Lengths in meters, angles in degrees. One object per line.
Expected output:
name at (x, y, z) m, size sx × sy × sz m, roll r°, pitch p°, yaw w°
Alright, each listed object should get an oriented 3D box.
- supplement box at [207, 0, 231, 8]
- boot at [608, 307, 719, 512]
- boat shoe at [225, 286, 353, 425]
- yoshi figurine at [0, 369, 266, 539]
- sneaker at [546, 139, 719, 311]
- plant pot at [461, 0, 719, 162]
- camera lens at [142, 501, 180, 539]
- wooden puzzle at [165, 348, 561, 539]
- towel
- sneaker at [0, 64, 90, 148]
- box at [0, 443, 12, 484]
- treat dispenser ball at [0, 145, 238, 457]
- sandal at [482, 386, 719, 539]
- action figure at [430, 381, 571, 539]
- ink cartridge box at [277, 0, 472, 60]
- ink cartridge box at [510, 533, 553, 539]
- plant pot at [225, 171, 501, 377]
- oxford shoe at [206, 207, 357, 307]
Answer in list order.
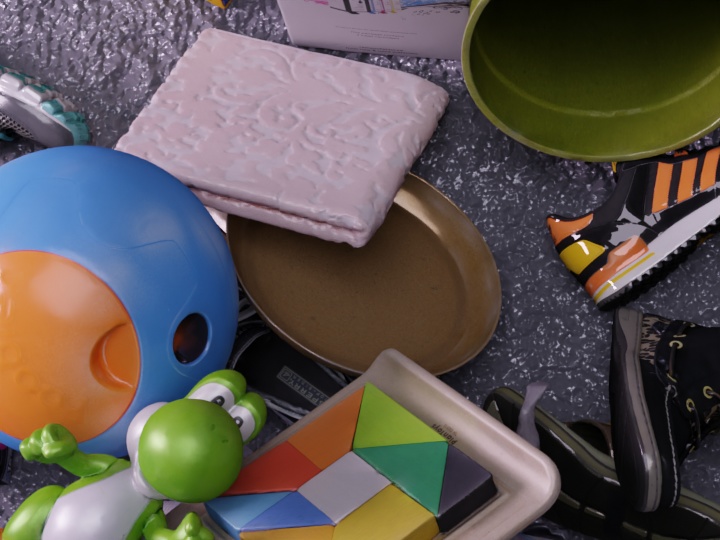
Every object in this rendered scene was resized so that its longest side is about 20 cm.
supplement box at (-0.100, -0.314, 1.532) m, size 0.109 × 0.109 × 0.200 m, roll 29°, pitch 80°, yaw 13°
boot at (0.241, 0.087, 1.361) m, size 0.153 × 0.204 × 0.074 m, roll 2°, pitch 117°, yaw 2°
boat shoe at (-0.086, 0.052, 1.453) m, size 0.199 × 0.068 × 0.074 m, roll 38°, pitch 82°, yaw 14°
yoshi figurine at (-0.140, 0.136, 1.236) m, size 0.200 × 0.112 × 0.112 m, roll -43°, pitch 42°, yaw 1°
sneaker at (0.220, -0.063, 1.450) m, size 0.200 × 0.070 × 0.090 m, roll -38°, pitch 77°, yaw -3°
plant pot at (0.167, -0.212, 1.431) m, size 0.200 × 0.201 × 0.193 m, roll -3°, pitch 48°, yaw 5°
camera lens at (-0.123, 0.229, 1.360) m, size 0.200 × 0.160 × 0.160 m, roll -1°, pitch 75°, yaw 9°
wooden puzzle at (-0.008, 0.140, 1.254) m, size 0.200 × 0.037 × 0.185 m, roll -38°, pitch 41°, yaw -16°
towel at (-0.054, -0.094, 1.450) m, size 0.191 × 0.032 × 0.200 m, roll 14°, pitch 37°, yaw 11°
sneaker at (-0.291, -0.114, 1.528) m, size 0.200 × 0.078 × 0.091 m, roll 23°, pitch 94°, yaw 15°
box at (-0.307, 0.040, 1.456) m, size 0.132 × 0.115 × 0.200 m, roll 1°, pitch 76°, yaw 7°
treat dispenser ball at (-0.177, 0.021, 1.333) m, size 0.200 × 0.201 × 0.201 m, roll -2°, pitch 75°, yaw 6°
sandal at (0.170, 0.141, 1.409) m, size 0.201 × 0.080 × 0.057 m, roll 29°, pitch 45°, yaw 15°
action figure at (0.047, 0.174, 1.380) m, size 0.200 × 0.105 × 0.194 m, roll -5°, pitch 101°, yaw 9°
ink cartridge box at (0.017, -0.252, 1.455) m, size 0.144 × 0.200 × 0.147 m, roll 6°, pitch 75°, yaw 8°
ink cartridge box at (0.092, 0.243, 1.313) m, size 0.200 × 0.085 × 0.145 m, roll 13°, pitch 97°, yaw -24°
plant pot at (0.000, 0.000, 1.433) m, size 0.200 × 0.028 × 0.200 m, roll 13°, pitch 47°, yaw -14°
oxford shoe at (-0.066, -0.026, 1.473) m, size 0.200 × 0.070 × 0.075 m, roll 35°, pitch 76°, yaw 12°
